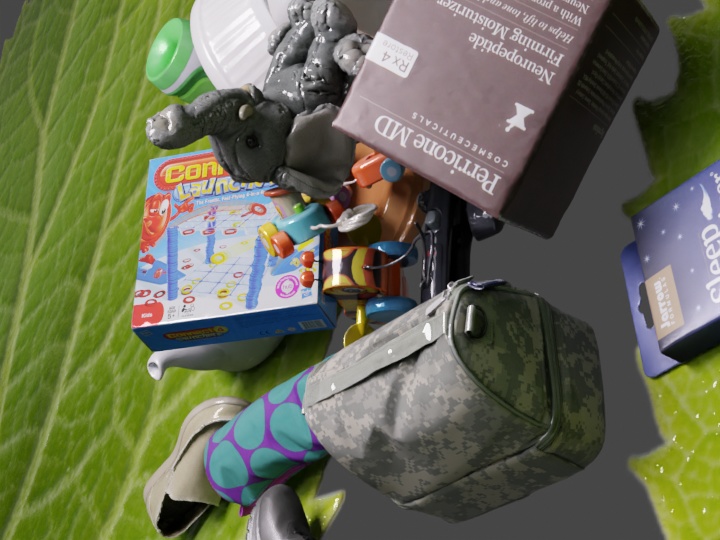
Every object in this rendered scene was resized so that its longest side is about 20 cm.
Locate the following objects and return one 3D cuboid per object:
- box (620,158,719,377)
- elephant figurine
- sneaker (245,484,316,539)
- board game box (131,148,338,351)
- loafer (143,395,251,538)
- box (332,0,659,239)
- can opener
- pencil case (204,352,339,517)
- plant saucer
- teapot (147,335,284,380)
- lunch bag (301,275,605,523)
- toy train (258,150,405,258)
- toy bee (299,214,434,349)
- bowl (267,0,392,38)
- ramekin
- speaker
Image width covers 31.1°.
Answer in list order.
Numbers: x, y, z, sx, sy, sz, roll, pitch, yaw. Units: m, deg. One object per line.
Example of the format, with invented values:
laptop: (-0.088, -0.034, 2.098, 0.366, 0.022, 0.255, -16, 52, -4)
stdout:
box: (0.261, -0.017, 0.921, 0.199, 0.032, 0.123, -38, 44, 39)
elephant figurine: (-0.069, -0.121, 1.085, 0.201, 0.155, 0.141, -52, 4, -19)
sneaker: (-0.044, 0.279, 1.157, 0.090, 0.076, 0.202, -35, 52, 27)
board game box: (-0.122, -0.030, 1.293, 0.197, 0.056, 0.198, -8, 60, 15)
loafer: (-0.165, 0.211, 1.359, 0.201, 0.075, 0.069, -56, 35, 34)
box: (0.113, -0.157, 1.039, 0.165, 0.164, 0.202, 30, 97, 21)
can opener: (0.079, -0.011, 1.145, 0.078, 0.063, 0.203, -11, 62, 51)
pencil case: (-0.063, 0.157, 1.229, 0.199, 0.084, 0.093, -35, 70, 41)
plant saucer: (-0.003, -0.069, 1.318, 0.199, 0.037, 0.203, -33, 46, 42)
teapot: (-0.162, 0.003, 1.404, 0.199, 0.145, 0.200, -58, 34, 13)
lunch bag: (0.070, 0.094, 1.002, 0.199, 0.166, 0.141, -31, 48, 41)
toy train: (-0.020, -0.080, 1.166, 0.149, 0.056, 0.200, -23, 12, 24)
toy bee: (0.000, 0.000, 1.132, 0.201, 0.107, 0.132, 97, 175, -53)
bowl: (-0.019, -0.291, 1.326, 0.075, 0.198, 0.202, -40, 43, 41)
ramekin: (-0.076, -0.247, 1.378, 0.094, 0.201, 0.205, -35, 45, 37)
speaker: (-0.135, -0.203, 1.434, 0.088, 0.198, 0.090, -31, 47, 41)
